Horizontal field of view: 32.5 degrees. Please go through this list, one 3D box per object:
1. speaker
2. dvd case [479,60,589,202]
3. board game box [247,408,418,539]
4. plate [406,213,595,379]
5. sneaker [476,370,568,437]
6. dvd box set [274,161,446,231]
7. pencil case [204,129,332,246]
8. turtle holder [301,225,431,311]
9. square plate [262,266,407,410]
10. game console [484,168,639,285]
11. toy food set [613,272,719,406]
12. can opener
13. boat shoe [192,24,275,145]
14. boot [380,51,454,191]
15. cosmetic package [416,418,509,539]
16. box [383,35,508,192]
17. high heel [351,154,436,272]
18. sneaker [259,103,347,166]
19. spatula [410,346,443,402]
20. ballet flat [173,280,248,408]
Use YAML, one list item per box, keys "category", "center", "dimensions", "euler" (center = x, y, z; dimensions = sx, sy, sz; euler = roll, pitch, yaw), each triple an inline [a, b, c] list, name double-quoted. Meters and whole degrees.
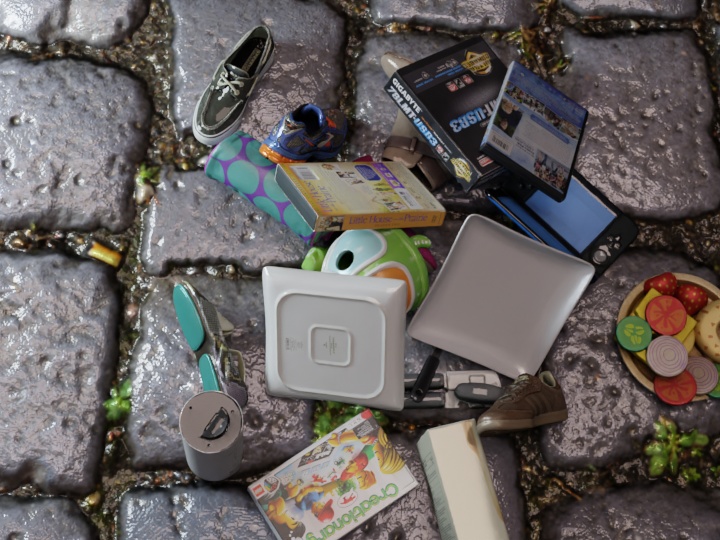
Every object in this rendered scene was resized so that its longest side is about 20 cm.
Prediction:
- category: "speaker"
  center: [-0.191, 0.218, 1.602]
  dimensions: [0.081, 0.200, 0.082]
  euler: [2, 71, -5]
- category: "dvd case"
  center: [0.254, -0.203, 1.784]
  dimensions: [0.142, 0.018, 0.200]
  euler: [32, 48, -11]
- category: "board game box"
  center: [-0.037, 0.294, 1.677]
  dimensions: [0.200, 0.035, 0.126]
  euler: [-32, 77, -14]
- category: "plate"
  center: [0.191, 0.037, 1.697]
  dimensions: [0.199, 0.032, 0.201]
  euler: [22, 111, -13]
- category: "sneaker"
  center: [0.212, 0.180, 1.674]
  dimensions: [0.070, 0.200, 0.076]
  euler: [-18, 79, 33]
- category: "dvd box set"
  center: [-0.001, -0.104, 1.704]
  dimensions: [0.199, 0.030, 0.146]
  euler: [-4, 34, -28]
- category: "pencil case"
  center: [-0.122, -0.119, 1.778]
  dimensions: [0.200, 0.092, 0.085]
  euler: [35, 70, 8]
- category: "turtle holder"
  center: [0.004, -0.005, 1.715]
  dimensions: [0.131, 0.141, 0.186]
  euler: [-29, 61, -30]
- category: "square plate"
  center: [-0.038, 0.097, 1.661]
  dimensions: [0.197, 0.201, 0.028]
  euler: [6, 26, 10]
- category: "game console"
  center: [0.296, -0.084, 1.789]
  dimensions: [0.200, 0.118, 0.171]
  euler: [43, 74, 9]
- category: "toy food set"
  center: [0.466, 0.097, 1.779]
  dimensions: [0.200, 0.049, 0.198]
  euler: [38, 73, 8]
- category: "can opener"
  center: [0.102, 0.164, 1.721]
  dimensions: [0.199, 0.067, 0.053]
  euler: [-2, 73, 0]
- category: "boat shoe"
  center: [-0.192, -0.281, 1.843]
  dimensions: [0.070, 0.064, 0.201]
  euler: [25, 71, 4]
- category: "boot"
  center: [0.078, -0.218, 1.843]
  dimensions: [0.200, 0.070, 0.146]
  euler: [35, 74, 8]
- category: "cosmetic package"
  center: [0.140, 0.310, 1.652]
  dimensions: [0.071, 0.105, 0.201]
  euler: [-12, 74, -10]
- category: "box"
  center: [0.164, -0.231, 1.792]
  dimensions: [0.200, 0.050, 0.199]
  euler: [-28, 75, -39]
- category: "high heel"
  center: [0.052, -0.086, 1.800]
  dimensions: [0.200, 0.067, 0.096]
  euler: [42, 64, 5]
- category: "sneaker"
  center: [-0.067, -0.204, 1.782]
  dimensions: [0.075, 0.079, 0.200]
  euler: [36, 30, 8]
- category: "spatula"
  center: [0.111, 0.109, 1.727]
  dimensions: [0.056, 0.021, 0.200]
  euler: [28, 54, 0]
- category: "ballet flat"
  center: [-0.203, 0.107, 1.719]
  dimensions: [0.072, 0.072, 0.201]
  euler: [-18, 74, -10]
